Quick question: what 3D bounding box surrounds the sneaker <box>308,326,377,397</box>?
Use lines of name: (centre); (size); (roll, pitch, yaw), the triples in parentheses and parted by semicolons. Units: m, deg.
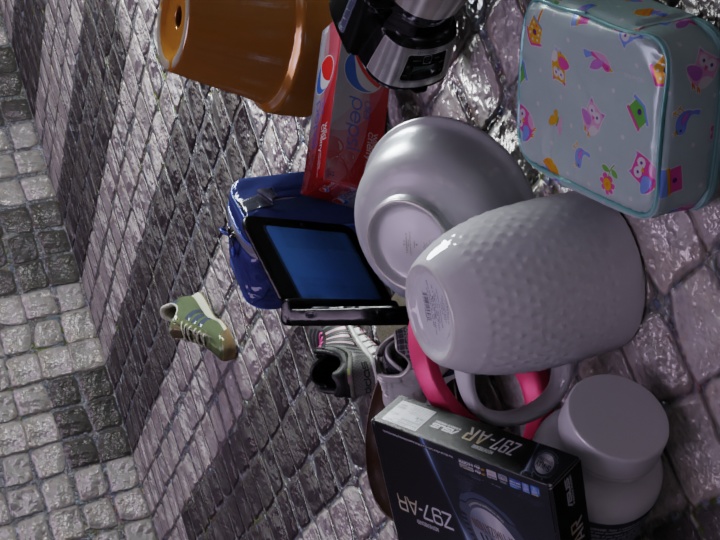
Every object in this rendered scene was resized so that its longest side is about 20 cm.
sneaker: (-0.036, 0.113, 1.676); (0.200, 0.087, 0.075); (-142, 44, -57)

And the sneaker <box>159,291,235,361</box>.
sneaker: (-0.299, 0.110, 2.289); (0.200, 0.089, 0.068); (46, 142, 50)

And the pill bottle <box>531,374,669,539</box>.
pill bottle: (0.200, 0.190, 1.124); (0.120, 0.118, 0.201); (60, 151, 35)

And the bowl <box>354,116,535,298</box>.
bowl: (0.067, -0.040, 1.234); (0.199, 0.090, 0.203); (16, 123, 27)

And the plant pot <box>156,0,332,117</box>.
plant pot: (-0.141, -0.293, 1.532); (0.200, 0.181, 0.203); (-6, 83, 63)

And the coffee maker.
coffee maker: (0.054, -0.306, 1.226); (0.200, 0.133, 0.194); (119, 156, -57)

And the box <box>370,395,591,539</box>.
box: (0.108, 0.209, 1.106); (0.199, 0.043, 0.162); (16, 128, 41)

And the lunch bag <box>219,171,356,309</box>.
lunch bag: (-0.074, -0.048, 1.539); (0.136, 0.198, 0.134); (-123, 32, -49)

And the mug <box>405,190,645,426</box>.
mug: (0.137, 0.042, 1.120); (0.147, 0.174, 0.202); (32, 130, 60)

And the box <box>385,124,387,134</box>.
box: (-0.024, -0.195, 1.559); (0.200, 0.032, 0.123); (-146, 47, -60)

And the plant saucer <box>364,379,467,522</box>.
plant saucer: (0.064, 0.176, 1.392); (0.200, 0.032, 0.203); (-36, 48, 55)

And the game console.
game console: (0.000, 0.000, 1.338); (0.174, 0.199, 0.118); (-3, 87, 36)

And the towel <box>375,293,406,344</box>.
towel: (0.069, 0.088, 1.484); (0.150, 0.036, 0.200); (69, 156, 18)

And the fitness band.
fitness band: (0.115, 0.105, 1.200); (0.037, 0.199, 0.145); (-24, 42, 37)

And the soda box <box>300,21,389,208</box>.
soda box: (-0.012, -0.176, 1.393); (0.063, 0.069, 0.202); (-26, 54, 61)

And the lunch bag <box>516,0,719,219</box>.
lunch bag: (0.202, -0.132, 1.005); (0.200, 0.076, 0.162); (39, 138, 56)

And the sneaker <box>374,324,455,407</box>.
sneaker: (0.047, 0.099, 1.312); (0.200, 0.080, 0.077); (119, 144, -60)
